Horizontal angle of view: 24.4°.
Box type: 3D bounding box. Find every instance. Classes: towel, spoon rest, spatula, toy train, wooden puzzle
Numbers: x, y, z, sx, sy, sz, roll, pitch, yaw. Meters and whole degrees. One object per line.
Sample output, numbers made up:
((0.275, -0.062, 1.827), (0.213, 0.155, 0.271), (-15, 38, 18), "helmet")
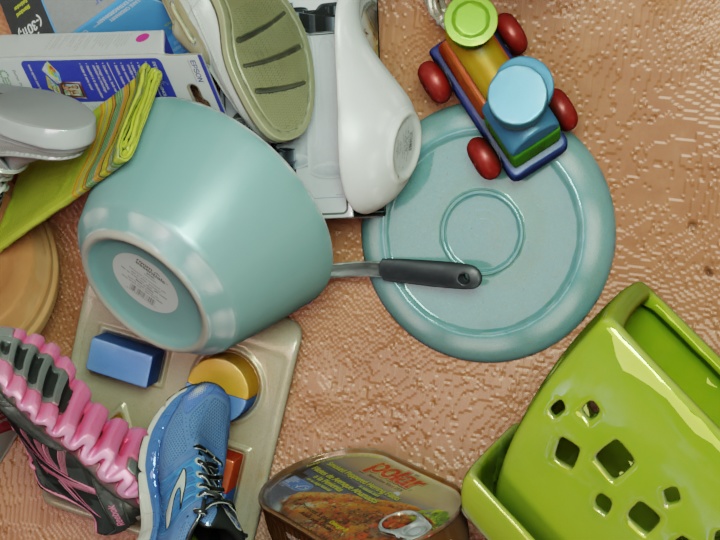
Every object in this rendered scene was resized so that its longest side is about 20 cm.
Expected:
((-0.217, -0.081, 1.247), (0.018, 0.087, 0.199), (33, 142, -25), "towel")
((0.012, -0.140, 1.211), (0.060, 0.099, 0.202), (13, 111, 24), "spoon rest")
((0.000, 0.000, 1.272), (0.198, 0.021, 0.057), (1, 111, 23), "spatula")
((0.078, -0.170, 1.206), (0.084, 0.116, 0.201), (-31, 77, -1), "toy train")
((-0.156, 0.115, 1.325), (0.184, 0.046, 0.202), (16, 96, 12), "wooden puzzle")

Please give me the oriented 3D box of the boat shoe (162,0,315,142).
((-0.097, -0.184, 1.224), (0.068, 0.074, 0.202), (-23, 89, 54), "boat shoe")

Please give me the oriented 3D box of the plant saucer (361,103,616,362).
((0.094, -0.029, 1.270), (0.198, 0.027, 0.202), (1, 94, 13), "plant saucer")

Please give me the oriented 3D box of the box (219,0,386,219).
((-0.046, -0.139, 1.268), (0.116, 0.060, 0.202), (0, 93, 27), "box")

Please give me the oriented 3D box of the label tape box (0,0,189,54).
((-0.209, -0.219, 1.287), (0.144, 0.063, 0.202), (-25, 85, 39), "label tape box")

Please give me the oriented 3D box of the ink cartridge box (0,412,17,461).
((-0.410, 0.131, 1.334), (0.199, 0.145, 0.145), (36, 102, 10), "ink cartridge box")

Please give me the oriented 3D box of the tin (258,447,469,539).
((0.002, 0.180, 1.225), (0.111, 0.200, 0.042), (-25, 110, -23), "tin")

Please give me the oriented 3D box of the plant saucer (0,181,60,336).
((-0.336, -0.006, 1.307), (0.198, 0.038, 0.202), (6, 61, -10), "plant saucer")

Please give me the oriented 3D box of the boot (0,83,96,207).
((-0.269, -0.086, 1.251), (0.199, 0.073, 0.097), (18, 116, 39), "boot")

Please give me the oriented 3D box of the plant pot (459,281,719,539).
((0.191, 0.147, 1.173), (0.200, 0.199, 0.182), (47, 107, 7), "plant pot")

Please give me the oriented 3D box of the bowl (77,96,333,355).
((-0.129, -0.015, 1.227), (0.200, 0.201, 0.105), (31, 55, 10), "bowl")

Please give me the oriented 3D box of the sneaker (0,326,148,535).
((-0.234, 0.130, 1.278), (0.200, 0.079, 0.095), (44, 122, -12), "sneaker")

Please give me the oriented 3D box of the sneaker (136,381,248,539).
((-0.116, 0.177, 1.226), (0.089, 0.078, 0.202), (-13, 58, 35), "sneaker")

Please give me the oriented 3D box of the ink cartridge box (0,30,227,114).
((-0.185, -0.135, 1.266), (0.198, 0.037, 0.095), (4, 137, 27), "ink cartridge box")
